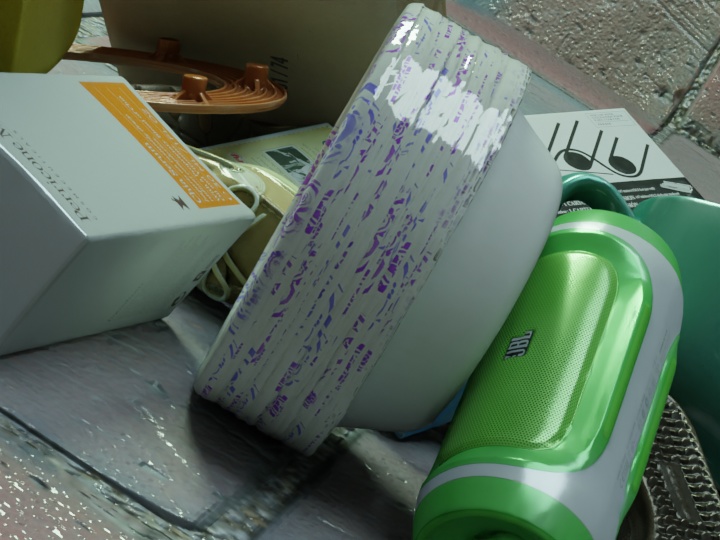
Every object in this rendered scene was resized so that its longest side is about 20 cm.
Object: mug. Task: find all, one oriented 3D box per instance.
[{"bbox_3d":[0.163,0.046,1.194,0.185,0.115,0.152,26,-19,23],"label":"mug"}]

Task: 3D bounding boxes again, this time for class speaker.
[{"bbox_3d":[0.085,0.062,1.024,0.088,0.089,0.200,30,43,-4],"label":"speaker"}]

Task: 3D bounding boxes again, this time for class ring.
[{"bbox_3d":[-0.138,-0.110,1.250,0.199,0.019,0.200,8,12,-2],"label":"ring"}]

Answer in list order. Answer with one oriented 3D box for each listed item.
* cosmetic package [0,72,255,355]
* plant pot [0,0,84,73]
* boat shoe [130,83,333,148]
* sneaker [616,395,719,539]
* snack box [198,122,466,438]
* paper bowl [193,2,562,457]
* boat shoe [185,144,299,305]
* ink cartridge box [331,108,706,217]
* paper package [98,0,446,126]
[{"bbox_3d":[-0.133,-0.029,1.032,0.101,0.071,0.200,46,15,9],"label":"cosmetic package"},{"bbox_3d":[-0.213,-0.182,1.073,0.199,0.201,0.177,9,25,-11],"label":"plant pot"},{"bbox_3d":[-0.089,-0.059,1.324,0.200,0.072,0.067,9,-9,-42],"label":"boat shoe"},{"bbox_3d":[0.131,0.142,1.065,0.070,0.076,0.200,18,39,-19],"label":"sneaker"},{"bbox_3d":[0.000,0.000,1.236,0.116,0.037,0.200,-14,49,-46],"label":"snack box"},{"bbox_3d":[0.016,-0.009,1.044,0.104,0.201,0.201,30,13,-4],"label":"paper bowl"},{"bbox_3d":[-0.096,-0.033,1.181,0.200,0.073,0.063,34,19,22],"label":"boat shoe"},{"bbox_3d":[0.083,-0.038,1.256,0.199,0.044,0.094,-7,44,-33],"label":"ink cartridge box"},{"bbox_3d":[-0.050,-0.157,1.361,0.190,0.104,0.200,11,-29,10],"label":"paper package"}]
